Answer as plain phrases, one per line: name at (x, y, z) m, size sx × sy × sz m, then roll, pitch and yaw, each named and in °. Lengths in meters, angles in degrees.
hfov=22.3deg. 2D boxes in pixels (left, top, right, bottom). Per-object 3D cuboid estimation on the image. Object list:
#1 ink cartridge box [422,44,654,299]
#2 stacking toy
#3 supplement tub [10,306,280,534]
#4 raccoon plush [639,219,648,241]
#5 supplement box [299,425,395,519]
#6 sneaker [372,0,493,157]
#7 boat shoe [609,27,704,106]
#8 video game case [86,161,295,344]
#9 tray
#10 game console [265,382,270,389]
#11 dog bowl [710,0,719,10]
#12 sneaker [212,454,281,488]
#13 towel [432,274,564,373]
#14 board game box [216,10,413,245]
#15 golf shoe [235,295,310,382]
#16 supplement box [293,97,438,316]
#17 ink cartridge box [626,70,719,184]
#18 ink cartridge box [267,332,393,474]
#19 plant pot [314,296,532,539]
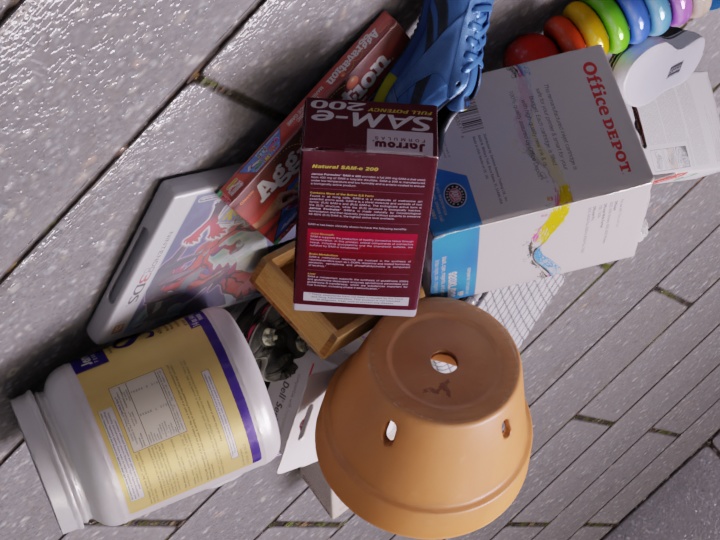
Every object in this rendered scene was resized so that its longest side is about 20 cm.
ink cartridge box at (0.138, -0.082, 1.616) m, size 0.199 × 0.148 × 0.145 m, roll -13°, pitch 154°, yaw -5°
stacking toy at (0.216, -0.227, 1.662) m, size 0.199 × 0.086 × 0.085 m, roll -29°, pitch 157°, yaw -8°
supplement tub at (-0.183, 0.130, 1.561) m, size 0.199 × 0.146 × 0.146 m, roll -21°, pitch 154°, yaw -13°
raccoon plush at (0.247, -0.126, 1.831) m, size 0.200 × 0.097 × 0.134 m, roll 23°, pitch 118°, yaw -41°
supplement box at (-0.004, 0.194, 2.097) m, size 0.126 × 0.074 × 0.200 m, roll -34°, pitch 159°, yaw -16°
sneaker at (0.080, -0.179, 1.466) m, size 0.066 × 0.078 × 0.201 m, roll -6°, pitch 129°, yaw -51°
boat shoe at (0.274, -0.204, 1.767) m, size 0.200 × 0.056 × 0.069 m, roll -21°, pitch 137°, yaw -59°
video game case at (-0.122, -0.023, 1.555) m, size 0.200 × 0.023 × 0.182 m, roll -17°, pitch 149°, yaw -45°
tray at (0.000, 0.000, 1.657) m, size 0.200 × 0.099 × 0.037 m, roll -29°, pitch 161°, yaw -47°
game console at (-0.028, 0.079, 1.899) m, size 0.177 × 0.031 × 0.200 m, roll -49°, pitch 157°, yaw 20°
dog bowl at (0.344, -0.321, 1.711) m, size 0.111 × 0.050 × 0.200 m, roll -40°, pitch 158°, yaw -1°
sneaker at (-0.146, 0.187, 1.863) m, size 0.200 × 0.073 × 0.114 m, roll -14°, pitch 169°, yaw -26°
towel at (0.122, 0.028, 1.931) m, size 0.200 × 0.085 × 0.166 m, roll -55°, pitch 153°, yaw -12°
board game box at (-0.026, -0.114, 1.502) m, size 0.200 × 0.019 × 0.103 m, roll -47°, pitch 152°, yaw 1°
golf shoe at (-0.062, 0.028, 1.708) m, size 0.088 × 0.077 × 0.200 m, roll -4°, pitch -152°, yaw 44°
supplement box at (0.001, -0.048, 1.487) m, size 0.108 × 0.061 × 0.200 m, roll 3°, pitch 141°, yaw -3°
ink cartridge box at (0.311, -0.147, 1.904) m, size 0.050 × 0.109 × 0.200 m, roll -17°, pitch 176°, yaw 38°
ink cartridge box at (-0.031, 0.116, 1.779) m, size 0.200 × 0.067 × 0.118 m, roll -14°, pitch 128°, yaw -55°
plant pot at (0.065, 0.117, 1.627) m, size 0.200 × 0.200 × 0.140 m, roll -28°, pitch 152°, yaw -27°
